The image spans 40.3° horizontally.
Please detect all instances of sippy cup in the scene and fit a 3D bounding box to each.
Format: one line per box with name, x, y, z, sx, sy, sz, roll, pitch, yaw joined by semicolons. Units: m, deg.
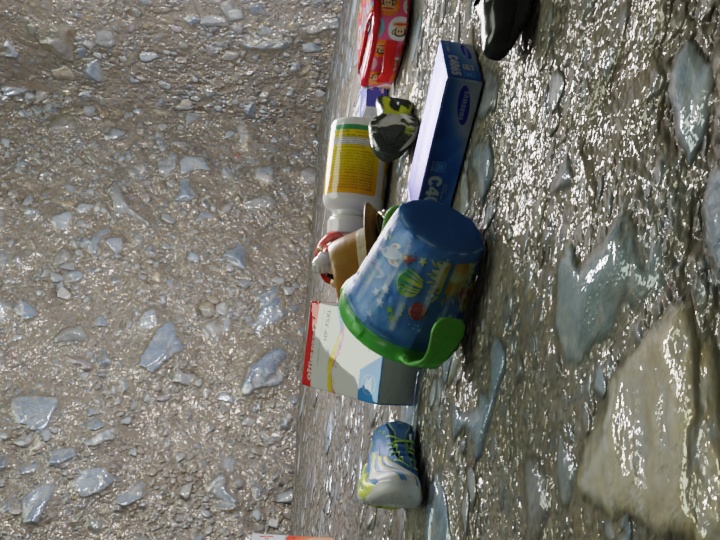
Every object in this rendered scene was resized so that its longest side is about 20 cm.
sippy cup;0.060;0.005;0.997;0.139;0.177;0.131;-20;-38;-48

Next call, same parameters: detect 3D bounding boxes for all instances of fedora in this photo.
fedora;0.000;0.000;1.410;0.201;0.081;0.204;-11;-90;-82

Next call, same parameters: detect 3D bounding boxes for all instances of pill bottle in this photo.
pill bottle;-0.008;-0.160;1.736;0.113;0.111;0.203;141;135;-80

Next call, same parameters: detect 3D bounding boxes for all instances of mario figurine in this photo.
mario figurine;-0.020;-0.001;1.636;0.106;0.124;0.200;-48;15;-15

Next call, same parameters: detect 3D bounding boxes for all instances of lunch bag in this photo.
lunch bag;0.041;-0.422;1.755;0.201;0.081;0.179;107;164;-63

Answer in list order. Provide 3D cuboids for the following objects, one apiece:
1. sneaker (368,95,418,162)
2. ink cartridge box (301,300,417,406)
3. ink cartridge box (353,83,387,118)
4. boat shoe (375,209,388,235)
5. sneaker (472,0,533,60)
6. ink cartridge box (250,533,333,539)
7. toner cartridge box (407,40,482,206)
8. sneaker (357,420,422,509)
sneaker;0.052;-0.202;1.512;0.201;0.073;0.086;-78;-7;-61
ink cartridge box;-0.013;0.105;1.302;0.199;0.067;0.118;5;88;49
ink cartridge box;0.018;-0.331;1.973;0.200;0.043;0.096;123;151;-74
boat shoe;0.054;-0.013;1.281;0.201;0.062;0.074;-94;13;-57
sneaker;0.117;-0.291;0.929;0.076;0.089;0.203;119;155;-67
ink cartridge box;-0.120;0.528;1.774;0.200;0.160;0.051;170;105;-83
toner cartridge box;0.096;-0.156;1.156;0.096;0.042;0.202;-94;12;-52
sneaker;0.033;0.227;1.165;0.200;0.075;0.107;118;159;-74
